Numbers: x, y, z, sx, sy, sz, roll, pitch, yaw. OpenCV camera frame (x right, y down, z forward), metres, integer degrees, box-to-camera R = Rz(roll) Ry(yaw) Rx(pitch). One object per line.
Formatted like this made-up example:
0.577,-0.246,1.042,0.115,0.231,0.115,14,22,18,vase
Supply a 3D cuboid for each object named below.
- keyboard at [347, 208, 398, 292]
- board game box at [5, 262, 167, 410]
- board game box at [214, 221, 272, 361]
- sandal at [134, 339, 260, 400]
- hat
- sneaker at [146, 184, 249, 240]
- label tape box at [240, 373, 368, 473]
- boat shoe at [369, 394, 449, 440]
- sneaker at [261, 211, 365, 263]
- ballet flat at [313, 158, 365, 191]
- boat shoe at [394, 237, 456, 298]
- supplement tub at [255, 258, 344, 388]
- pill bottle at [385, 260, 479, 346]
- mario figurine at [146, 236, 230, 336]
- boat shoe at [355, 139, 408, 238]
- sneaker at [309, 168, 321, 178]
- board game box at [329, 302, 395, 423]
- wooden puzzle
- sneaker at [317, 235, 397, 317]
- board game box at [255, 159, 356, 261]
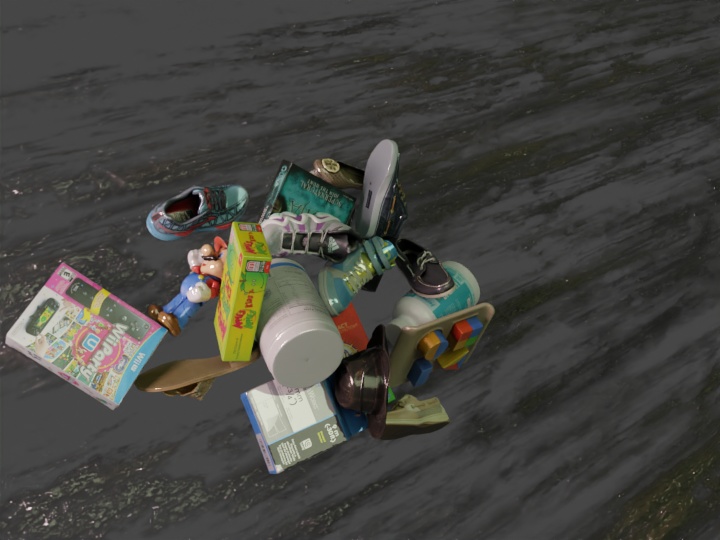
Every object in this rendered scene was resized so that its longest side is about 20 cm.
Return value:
0.009,-0.061,1.545,0.127,0.021,0.201,33,59,-16,keyboard
-0.435,0.106,1.230,0.199,0.064,0.148,35,61,-12,board game box
-0.191,0.036,1.230,0.047,0.201,0.102,3,33,-22,board game box
-0.263,0.185,1.283,0.210,0.078,0.070,-18,119,-12,sandal
-0.003,0.187,1.311,0.080,0.201,0.203,3,69,-9,hat
-0.277,-0.110,1.371,0.199,0.095,0.080,-25,84,-32,sneaker
-0.086,0.239,1.315,0.198,0.063,0.145,-21,82,-22,label tape box
0.085,0.267,1.420,0.199,0.072,0.065,4,56,-44,boat shoe
-0.075,-0.052,1.331,0.199,0.139,0.079,-16,121,-43,sneaker
-0.008,-0.185,1.521,0.199,0.046,0.068,18,47,-39,ballet flat
0.116,-0.008,1.480,0.072,0.200,0.063,-26,119,-12,boat shoe
-0.119,0.085,1.294,0.131,0.133,0.201,-1,37,-27,supplement tub
0.138,0.076,1.505,0.200,0.111,0.111,-40,92,-33,pill bottle
-0.280,0.010,1.312,0.123,0.106,0.200,35,67,20,mario figurine
0.055,-0.157,1.508,0.090,0.202,0.071,0,27,-36,boat shoe
-0.094,-0.142,1.480,0.077,0.089,0.201,41,58,-7,sneaker
-0.043,0.178,1.416,0.152,0.040,0.201,-21,82,-31,board game box
0.148,0.151,1.440,0.198,0.186,0.046,-12,53,-28,wooden puzzle
0.000,0.000,1.387,0.080,0.130,0.201,61,23,-26,sneaker
-0.098,-0.105,1.413,0.199,0.028,0.136,22,91,-51,board game box
